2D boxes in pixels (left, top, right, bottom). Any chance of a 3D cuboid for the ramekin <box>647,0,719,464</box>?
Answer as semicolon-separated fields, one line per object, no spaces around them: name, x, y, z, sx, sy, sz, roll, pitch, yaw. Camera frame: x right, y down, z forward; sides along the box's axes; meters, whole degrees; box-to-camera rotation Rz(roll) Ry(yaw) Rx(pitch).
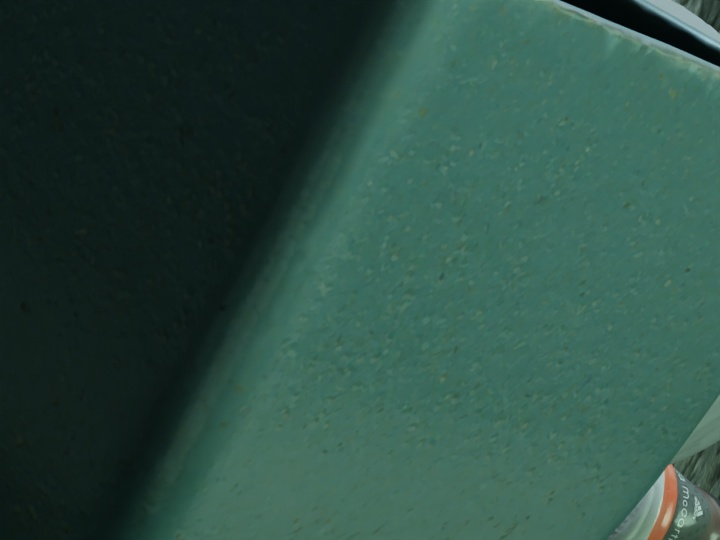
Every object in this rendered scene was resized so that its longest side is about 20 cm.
ramekin;0.060;-0.004;0.971;0.098;0.199;0.202;-30;131;-57

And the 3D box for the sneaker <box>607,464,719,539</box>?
sneaker;0.078;0.130;1.127;0.082;0.199;0.078;26;61;-33

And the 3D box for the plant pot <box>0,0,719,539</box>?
plant pot;-0.036;-0.001;0.612;0.195;0.196;0.201;12;109;-52
